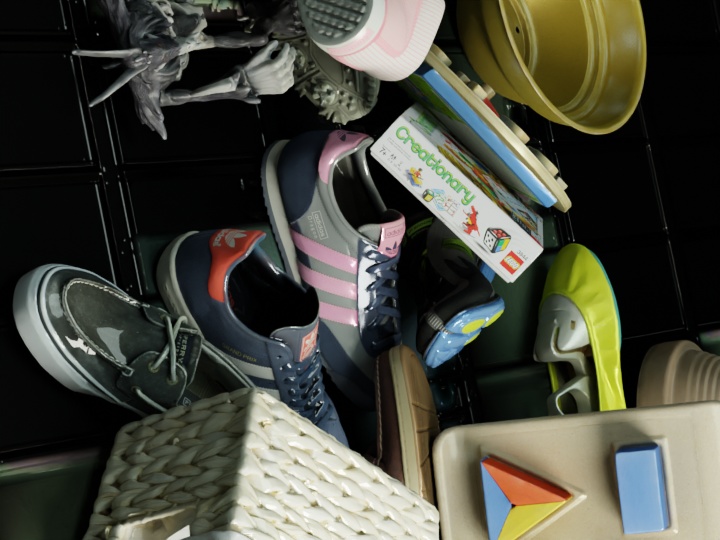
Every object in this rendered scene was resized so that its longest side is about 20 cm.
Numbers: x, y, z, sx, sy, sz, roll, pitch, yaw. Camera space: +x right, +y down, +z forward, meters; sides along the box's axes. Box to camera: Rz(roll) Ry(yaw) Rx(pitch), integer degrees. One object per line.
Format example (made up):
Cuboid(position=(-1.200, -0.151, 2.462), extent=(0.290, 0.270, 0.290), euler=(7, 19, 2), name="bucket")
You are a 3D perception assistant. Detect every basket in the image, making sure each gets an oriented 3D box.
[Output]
Cuboid(position=(-0.057, 0.172, 1.407), extent=(0.200, 0.136, 0.123), euler=(38, 47, -38), name="basket")

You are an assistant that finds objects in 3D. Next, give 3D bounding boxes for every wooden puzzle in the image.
Cuboid(position=(0.154, 0.186, 1.527), extent=(0.046, 0.200, 0.185), euler=(-4, 87, -81), name="wooden puzzle")

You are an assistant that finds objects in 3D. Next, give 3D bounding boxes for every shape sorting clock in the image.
Cuboid(position=(0.078, -0.116, 1.656), extent=(0.039, 0.200, 0.200), euler=(-47, 124, -3), name="shape sorting clock")

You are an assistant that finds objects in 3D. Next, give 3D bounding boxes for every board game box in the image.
Cuboid(position=(0.068, -0.056, 1.581), extent=(0.126, 0.035, 0.200), euler=(43, 8, -2), name="board game box")

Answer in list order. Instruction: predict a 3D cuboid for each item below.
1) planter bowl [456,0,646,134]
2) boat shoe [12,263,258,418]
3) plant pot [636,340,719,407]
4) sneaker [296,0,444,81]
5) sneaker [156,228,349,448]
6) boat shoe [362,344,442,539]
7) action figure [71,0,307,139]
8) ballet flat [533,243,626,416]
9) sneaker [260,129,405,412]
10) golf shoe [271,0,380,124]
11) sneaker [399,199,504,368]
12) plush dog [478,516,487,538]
Cuboid(position=(0.133, -0.193, 1.807), extent=(0.200, 0.083, 0.200), euler=(21, 63, -46), name="planter bowl")
Cuboid(position=(-0.122, 0.052, 1.420), extent=(0.200, 0.071, 0.072), euler=(37, 52, -38), name="boat shoe")
Cuboid(position=(0.294, 0.150, 1.857), extent=(0.201, 0.093, 0.201), euler=(-9, 90, -66), name="plant pot")
Cuboid(position=(-0.002, -0.214, 1.548), extent=(0.105, 0.075, 0.200), euler=(30, 44, -53), name="sneaker")
Cuboid(position=(-0.049, 0.058, 1.499), extent=(0.200, 0.085, 0.075), euler=(57, 42, -23), name="sneaker")
Cuboid(position=(0.015, 0.151, 1.560), extent=(0.072, 0.072, 0.200), euler=(1, 84, -76), name="boat shoe")
Cuboid(position=(-0.098, -0.163, 1.497), extent=(0.200, 0.102, 0.119), euler=(-41, 113, -52), name="action figure")
Cuboid(position=(0.166, 0.079, 1.783), extent=(0.067, 0.067, 0.200), euler=(-7, 85, -38), name="ballet flat")
Cuboid(position=(0.000, 0.000, 1.580), extent=(0.070, 0.082, 0.200), euler=(-34, 106, -50), name="sneaker")
Cuboid(position=(-0.022, -0.205, 1.628), extent=(0.097, 0.078, 0.200), euler=(-33, 106, -57), name="golf shoe")
Cuboid(position=(0.053, 0.003, 1.631), extent=(0.083, 0.071, 0.200), euler=(45, 19, -15), name="sneaker")
Cuboid(position=(0.124, 0.173, 1.638), extent=(0.172, 0.200, 0.160), euler=(25, 26, -56), name="plush dog")
